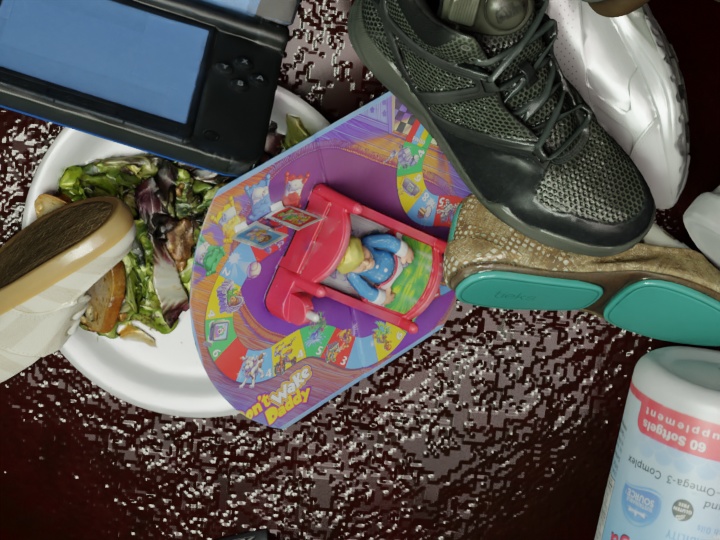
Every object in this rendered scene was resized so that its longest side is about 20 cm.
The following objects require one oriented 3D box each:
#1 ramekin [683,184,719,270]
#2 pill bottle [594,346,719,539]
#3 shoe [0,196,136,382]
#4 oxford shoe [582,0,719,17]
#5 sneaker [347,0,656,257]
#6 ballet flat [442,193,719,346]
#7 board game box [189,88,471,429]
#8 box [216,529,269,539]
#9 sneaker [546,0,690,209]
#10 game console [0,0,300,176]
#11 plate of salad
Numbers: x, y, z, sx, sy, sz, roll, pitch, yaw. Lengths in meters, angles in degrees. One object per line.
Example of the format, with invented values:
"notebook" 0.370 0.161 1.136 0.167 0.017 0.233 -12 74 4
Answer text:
"ramekin" 0.279 0.001 1.479 0.202 0.202 0.094 41 88 -12
"pill bottle" 0.186 0.152 1.551 0.108 0.109 0.201 10 104 -5
"shoe" -0.186 0.021 1.502 0.199 0.070 0.053 -30 115 33
"oxford shoe" 0.193 -0.170 1.450 0.199 0.072 0.085 -30 114 -30
"sneaker" 0.082 -0.093 1.432 0.076 0.114 0.200 -41 86 -22
"ballet flat" 0.135 -0.006 1.524 0.199 0.070 0.066 13 60 -29
"board game box" 0.000 0.000 1.481 0.199 0.039 0.159 -31 127 -28
"box" -0.048 0.266 1.543 0.048 0.158 0.201 -15 105 1
"sneaker" 0.117 -0.122 1.504 0.099 0.078 0.201 -19 97 10
"game console" -0.125 -0.166 1.455 0.199 0.171 0.119 17 130 -7
"plate of salad" -0.089 -0.012 1.527 0.199 0.048 0.201 -1 104 -3
